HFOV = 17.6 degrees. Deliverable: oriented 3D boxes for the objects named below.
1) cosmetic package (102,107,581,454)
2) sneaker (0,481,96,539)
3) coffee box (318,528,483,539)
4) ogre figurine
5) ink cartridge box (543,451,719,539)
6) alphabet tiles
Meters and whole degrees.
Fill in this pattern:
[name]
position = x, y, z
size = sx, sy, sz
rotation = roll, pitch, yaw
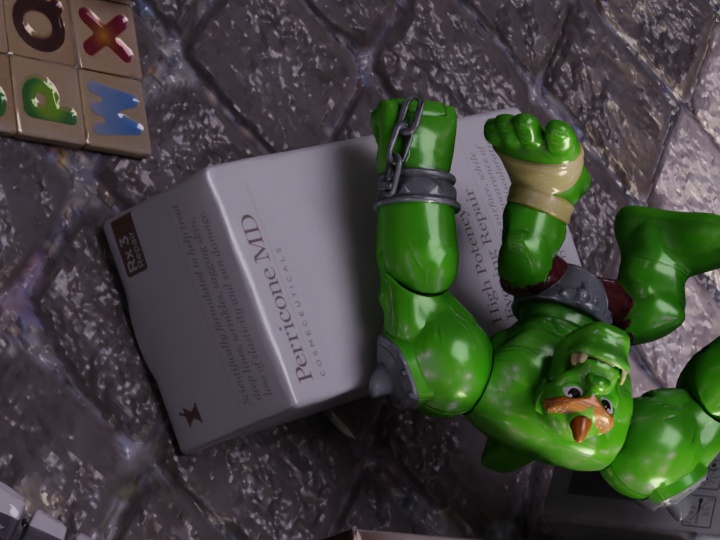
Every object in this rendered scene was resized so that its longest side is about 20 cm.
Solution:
[cosmetic package]
position = 0.000, 0.000, 0.957
size = 0.200, 0.074, 0.102
rotation = -16, 84, -49
[sneaker]
position = -0.093, 0.146, 0.746
size = 0.199, 0.078, 0.112
rotation = 21, 43, 7
[coffee box]
position = 0.038, 0.155, 0.889
size = 0.199, 0.114, 0.080
rotation = 10, 64, -41
[ogre figurine]
position = 0.086, 0.020, 0.910
size = 0.200, 0.098, 0.120
rotation = 28, 72, -32
[ink cartridge box]
position = 0.191, 0.135, 0.992
size = 0.200, 0.160, 0.047
rotation = 46, 55, -46
[alphabet tiles]
position = -0.160, -0.148, 0.915
size = 0.167, 0.008, 0.201
rotation = 8, 66, -43
